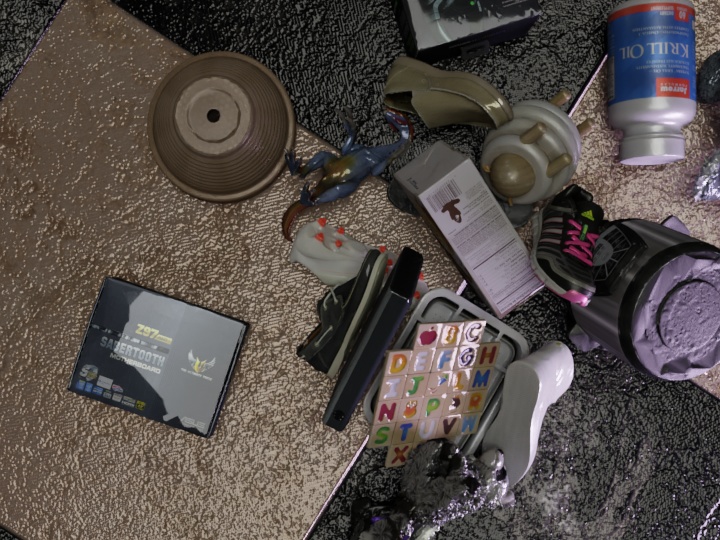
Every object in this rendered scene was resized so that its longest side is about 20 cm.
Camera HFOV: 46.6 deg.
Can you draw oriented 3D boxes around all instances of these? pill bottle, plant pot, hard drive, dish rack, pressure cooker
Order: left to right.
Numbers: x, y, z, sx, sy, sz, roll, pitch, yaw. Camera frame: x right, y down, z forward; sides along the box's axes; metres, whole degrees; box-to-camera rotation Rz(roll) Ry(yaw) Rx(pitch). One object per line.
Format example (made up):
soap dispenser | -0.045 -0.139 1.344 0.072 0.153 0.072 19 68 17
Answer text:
plant pot | -0.185 -0.192 1.091 0.199 0.093 0.203 0 90 -2
hard drive | 0.018 0.082 1.029 0.033 0.140 0.201 26 115 0
dish rack | 0.109 0.139 1.104 0.171 0.044 0.201 31 88 -13
pressure cooker | 0.353 0.029 1.051 0.174 0.200 0.180 -8 108 -13
pill bottle | 0.381 -0.244 1.096 0.111 0.112 0.202 -1 89 -2

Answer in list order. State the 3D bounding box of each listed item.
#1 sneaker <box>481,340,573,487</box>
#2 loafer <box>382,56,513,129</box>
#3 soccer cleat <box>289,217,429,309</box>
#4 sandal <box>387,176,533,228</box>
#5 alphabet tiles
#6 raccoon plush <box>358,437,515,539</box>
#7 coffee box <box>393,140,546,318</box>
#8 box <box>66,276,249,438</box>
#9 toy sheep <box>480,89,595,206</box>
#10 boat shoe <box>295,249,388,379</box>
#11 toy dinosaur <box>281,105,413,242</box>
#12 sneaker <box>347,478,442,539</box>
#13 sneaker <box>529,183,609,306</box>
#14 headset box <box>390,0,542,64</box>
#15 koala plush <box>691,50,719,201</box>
sneaker | 0.228 0.188 1.102 0.073 0.115 0.201 31 125 31
loafer | 0.106 -0.213 1.063 0.199 0.076 0.069 28 82 41
soccer cleat | 0.000 0.000 1.111 0.199 0.078 0.070 28 44 -14
sandal | 0.136 -0.104 1.118 0.198 0.048 0.076 8 89 -2
alphabet tiles | 0.092 0.153 1.032 0.165 0.006 0.202 -1 114 -29
raccoon plush | 0.100 0.293 1.064 0.199 0.134 0.097 -37 46 14
coffee box | 0.137 -0.052 1.050 0.079 0.114 0.200 -36 114 2
box | -0.264 0.113 1.102 0.198 0.051 0.159 19 87 -1
toy sheep | 0.224 -0.158 1.076 0.138 0.138 0.200 46 49 0
boat shoe | -0.024 0.051 1.065 0.067 0.072 0.201 31 123 5
toy dinosaur | -0.014 -0.149 1.116 0.181 0.200 0.106 -20 73 -36
sneaker | 0.009 0.352 1.099 0.200 0.070 0.100 -40 88 -9
sneaker | 0.255 -0.039 1.002 0.073 0.201 0.088 28 122 -11
headset box | 0.126 -0.382 1.101 0.173 0.093 0.202 -18 90 -2
koala plush | 0.520 -0.169 1.080 0.176 0.184 0.202 17 100 -1
